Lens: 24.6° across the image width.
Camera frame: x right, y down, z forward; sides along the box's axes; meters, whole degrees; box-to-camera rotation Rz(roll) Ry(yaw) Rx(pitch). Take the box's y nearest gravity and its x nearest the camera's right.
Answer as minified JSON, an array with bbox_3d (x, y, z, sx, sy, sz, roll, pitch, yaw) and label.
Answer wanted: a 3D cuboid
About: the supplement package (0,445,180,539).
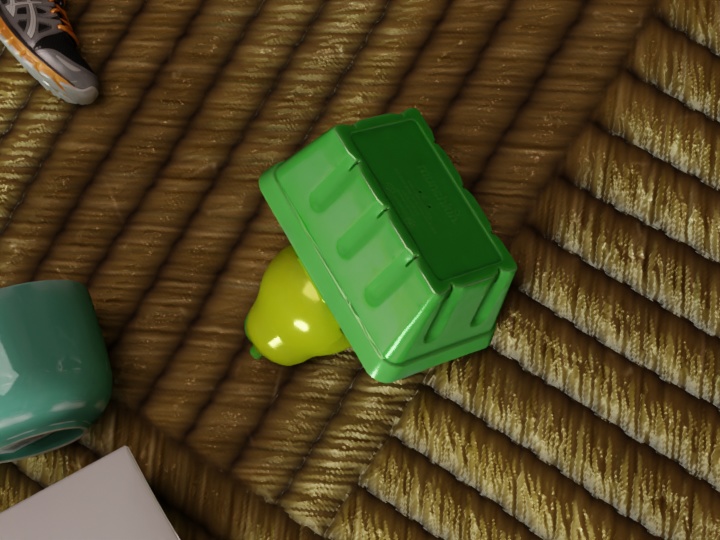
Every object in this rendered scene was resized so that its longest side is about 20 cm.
[{"bbox_3d":[-0.238,0.248,1.284,0.199,0.121,0.120,-28,72,-15],"label":"supplement package"}]

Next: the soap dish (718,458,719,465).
[{"bbox_3d":[0.384,0.135,1.183,0.200,0.081,0.158,-43,71,13],"label":"soap dish"}]

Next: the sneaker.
[{"bbox_3d":[-0.289,-0.227,1.454,0.077,0.078,0.200,-40,73,-6],"label":"sneaker"}]

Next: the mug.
[{"bbox_3d":[-0.281,0.094,1.357,0.151,0.185,0.115,-16,76,-14],"label":"mug"}]

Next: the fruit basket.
[{"bbox_3d":[0.000,0.000,1.316,0.215,0.155,0.218,21,119,45],"label":"fruit basket"}]
